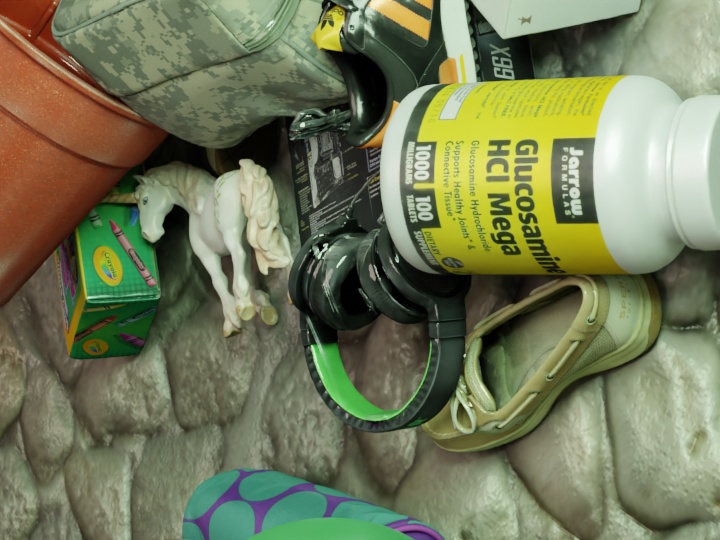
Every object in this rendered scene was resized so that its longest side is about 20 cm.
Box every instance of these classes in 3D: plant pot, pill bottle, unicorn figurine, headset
[{"bbox_3d":[-0.249,-0.092,1.709,0.195,0.201,0.201,-52,47,17],"label":"plant pot"},{"bbox_3d":[0.121,-0.054,1.406,0.200,0.112,0.113,-1,83,31],"label":"pill bottle"},{"bbox_3d":[-0.097,-0.025,1.709,0.200,0.074,0.138,-29,79,51],"label":"unicorn figurine"},{"bbox_3d":[0.000,0.000,1.519,0.123,0.094,0.200,-6,87,46],"label":"headset"}]

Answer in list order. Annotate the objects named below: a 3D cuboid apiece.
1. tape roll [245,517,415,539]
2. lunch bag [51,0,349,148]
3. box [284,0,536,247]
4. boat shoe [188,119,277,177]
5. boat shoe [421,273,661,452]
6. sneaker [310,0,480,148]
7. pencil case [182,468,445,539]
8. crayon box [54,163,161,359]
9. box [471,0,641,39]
[{"bbox_3d":[-0.020,0.250,1.496,0.048,0.200,0.201,-113,40,-72],"label":"tape roll"},{"bbox_3d":[-0.074,-0.161,1.581,0.200,0.168,0.139,-13,41,48],"label":"lunch bag"},{"bbox_3d":[0.033,-0.077,1.599,0.200,0.050,0.158,-28,63,46],"label":"box"},{"bbox_3d":[-0.096,-0.164,1.757,0.065,0.073,0.200,5,88,46],"label":"boat shoe"},{"bbox_3d":[0.094,0.053,1.492,0.201,0.063,0.073,-31,61,45],"label":"boat shoe"},{"bbox_3d":[0.009,-0.167,1.469,0.070,0.090,0.200,15,123,57],"label":"sneaker"},{"bbox_3d":[-0.028,0.186,1.606,0.200,0.085,0.092,12,137,52],"label":"pencil case"},{"bbox_3d":[-0.195,-0.048,1.840,0.119,0.058,0.200,119,144,-65],"label":"crayon box"},{"bbox_3d":[0.089,-0.251,1.489,0.200,0.097,0.125,56,149,40],"label":"box"}]
